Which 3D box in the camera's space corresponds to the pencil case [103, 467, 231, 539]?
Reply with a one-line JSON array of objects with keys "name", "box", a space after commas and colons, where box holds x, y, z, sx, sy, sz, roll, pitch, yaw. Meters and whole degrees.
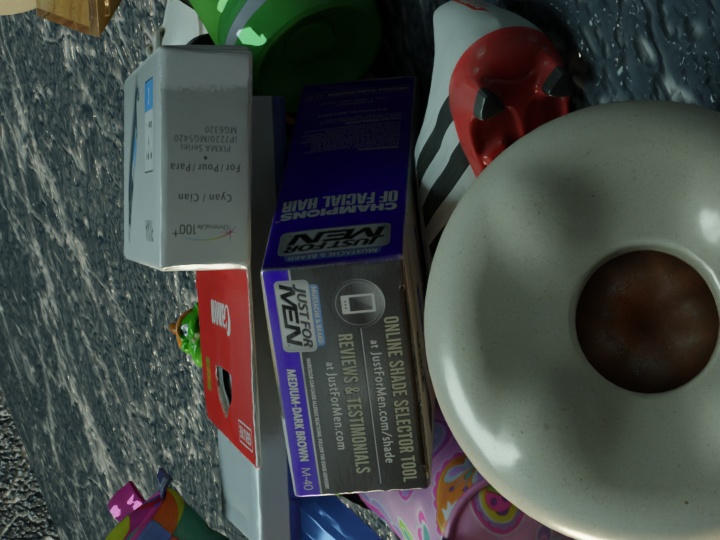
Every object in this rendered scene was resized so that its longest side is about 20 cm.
[{"name": "pencil case", "box": [-0.057, 0.194, 0.940, 0.200, 0.089, 0.088, 41, 164, -9]}]

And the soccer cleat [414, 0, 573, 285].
[{"name": "soccer cleat", "box": [0.056, -0.021, 0.776, 0.085, 0.068, 0.202, -121, 23, -55]}]

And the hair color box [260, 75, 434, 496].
[{"name": "hair color box", "box": [0.000, 0.000, 0.811, 0.201, 0.064, 0.110, -86, -10, -64]}]

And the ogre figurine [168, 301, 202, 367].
[{"name": "ogre figurine", "box": [-0.046, 0.040, 1.085, 0.120, 0.098, 0.201, 34, 163, 34]}]

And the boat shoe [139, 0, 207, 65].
[{"name": "boat shoe", "box": [-0.107, -0.119, 1.127, 0.072, 0.065, 0.201, 56, 157, 36]}]

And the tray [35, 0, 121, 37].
[{"name": "tray", "box": [-0.093, -0.214, 0.833, 0.037, 0.201, 0.099, 19, 146, 7]}]

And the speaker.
[{"name": "speaker", "box": [-0.064, -0.175, 0.921, 0.201, 0.088, 0.089, 59, 159, 31]}]

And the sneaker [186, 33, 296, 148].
[{"name": "sneaker", "box": [-0.043, -0.090, 0.983, 0.200, 0.078, 0.078, 45, 136, 46]}]

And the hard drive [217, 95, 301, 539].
[{"name": "hard drive", "box": [-0.053, 0.023, 0.877, 0.132, 0.025, 0.203, 174, 93, -79]}]

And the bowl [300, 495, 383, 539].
[{"name": "bowl", "box": [0.003, 0.169, 1.005, 0.200, 0.039, 0.201, 42, 173, 6]}]

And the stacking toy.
[{"name": "stacking toy", "box": [0.099, 0.032, 0.660, 0.200, 0.145, 0.147, 66, 180, -78]}]

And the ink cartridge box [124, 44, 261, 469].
[{"name": "ink cartridge box", "box": [-0.082, -0.008, 0.839, 0.200, 0.044, 0.178, -173, 81, -79]}]

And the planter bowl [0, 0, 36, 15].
[{"name": "planter bowl", "box": [-0.216, -0.278, 1.123, 0.134, 0.199, 0.202, -21, 89, 45]}]

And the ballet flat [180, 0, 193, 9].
[{"name": "ballet flat", "box": [-0.102, -0.181, 1.027, 0.199, 0.047, 0.067, 30, 174, 37]}]

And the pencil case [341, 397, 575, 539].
[{"name": "pencil case", "box": [0.038, 0.108, 0.914, 0.200, 0.087, 0.088, 31, 138, 62]}]
